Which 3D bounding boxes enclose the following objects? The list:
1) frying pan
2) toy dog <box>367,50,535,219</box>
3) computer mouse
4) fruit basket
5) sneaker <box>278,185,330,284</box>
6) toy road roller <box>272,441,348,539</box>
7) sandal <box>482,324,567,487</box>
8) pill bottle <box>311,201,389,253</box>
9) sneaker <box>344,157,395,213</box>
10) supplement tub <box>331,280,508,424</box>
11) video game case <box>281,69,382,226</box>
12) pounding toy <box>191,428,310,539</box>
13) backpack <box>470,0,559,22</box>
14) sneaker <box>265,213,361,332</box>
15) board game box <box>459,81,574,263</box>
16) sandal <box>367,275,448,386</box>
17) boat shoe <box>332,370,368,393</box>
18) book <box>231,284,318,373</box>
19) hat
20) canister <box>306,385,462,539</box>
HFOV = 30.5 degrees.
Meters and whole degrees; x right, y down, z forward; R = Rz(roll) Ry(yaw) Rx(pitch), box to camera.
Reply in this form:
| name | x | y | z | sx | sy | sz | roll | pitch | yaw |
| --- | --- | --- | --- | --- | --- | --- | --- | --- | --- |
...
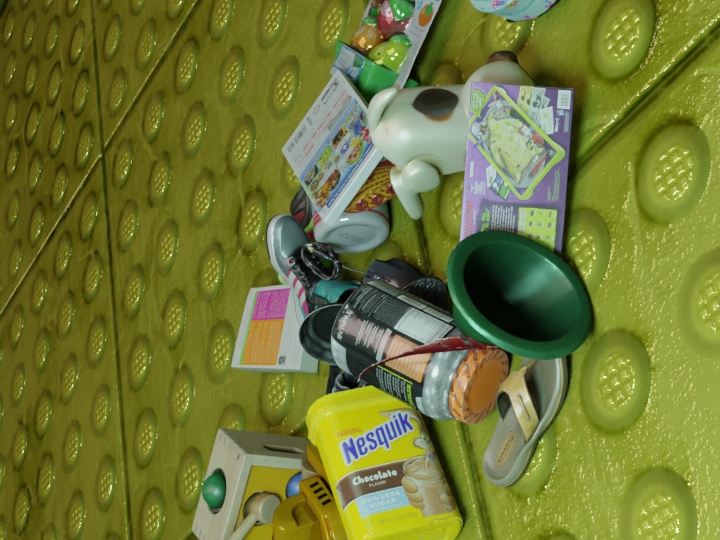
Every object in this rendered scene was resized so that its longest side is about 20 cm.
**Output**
| name | x | y | z | sx | sy | sz | roll | pitch | yaw |
| --- | --- | --- | --- | --- | --- | --- | --- | --- | --- |
| frying pan | -0.019 | 0.111 | 1.839 | 0.031 | 0.113 | 0.191 | -92 | -14 | -47 |
| toy dog | 0.120 | -0.188 | 1.599 | 0.198 | 0.194 | 0.141 | -20 | 43 | 18 |
| computer mouse | 0.000 | 0.000 | 1.777 | 0.198 | 0.034 | 0.059 | 17 | 90 | 27 |
| fruit basket | 0.034 | -0.331 | 1.856 | 0.185 | 0.093 | 0.202 | 44 | 118 | 55 |
| sneaker | -0.071 | -0.070 | 1.974 | 0.084 | 0.076 | 0.202 | 12 | 78 | 65 |
| toy road roller | -0.056 | 0.321 | 1.722 | 0.200 | 0.144 | 0.124 | -137 | 40 | -59 |
| sandal | 0.179 | 0.157 | 1.500 | 0.080 | 0.053 | 0.202 | 48 | 121 | 53 |
| pill bottle | -0.020 | -0.135 | 1.867 | 0.109 | 0.108 | 0.202 | -37 | 51 | 48 |
| sneaker | 0.036 | -0.156 | 1.784 | 0.200 | 0.073 | 0.077 | -45 | 35 | -5 |
| supplement tub | 0.072 | 0.101 | 1.586 | 0.199 | 0.122 | 0.124 | 26 | 104 | 33 |
| video game case | -0.034 | -0.168 | 1.776 | 0.144 | 0.018 | 0.201 | -53 | 35 | 17 |
| pounding toy | -0.147 | 0.337 | 1.841 | 0.142 | 0.198 | 0.186 | 28 | 104 | 57 |
| backpack | 0.178 | -0.406 | 1.613 | 0.166 | 0.125 | 0.203 | -20 | 67 | 51 |
| sneaker | -0.058 | 0.014 | 1.860 | 0.120 | 0.083 | 0.202 | 1 | 119 | 54 |
| board game box | 0.177 | -0.110 | 1.510 | 0.032 | 0.118 | 0.203 | -89 | 4 | -87 |
| sandal | 0.055 | 0.092 | 1.717 | 0.048 | 0.074 | 0.202 | -87 | 18 | -70 |
| boat shoe | -0.007 | 0.164 | 1.791 | 0.072 | 0.067 | 0.202 | 46 | 121 | 54 |
| book | -0.124 | 0.088 | 2.034 | 0.199 | 0.048 | 0.136 | -5 | 74 | 57 |
| hat | 0.138 | 0.068 | 1.499 | 0.166 | 0.198 | 0.177 | -61 | -1 | -43 |
| canister | 0.030 | 0.248 | 1.626 | 0.087 | 0.147 | 0.201 | 101 | 154 | -49 |
